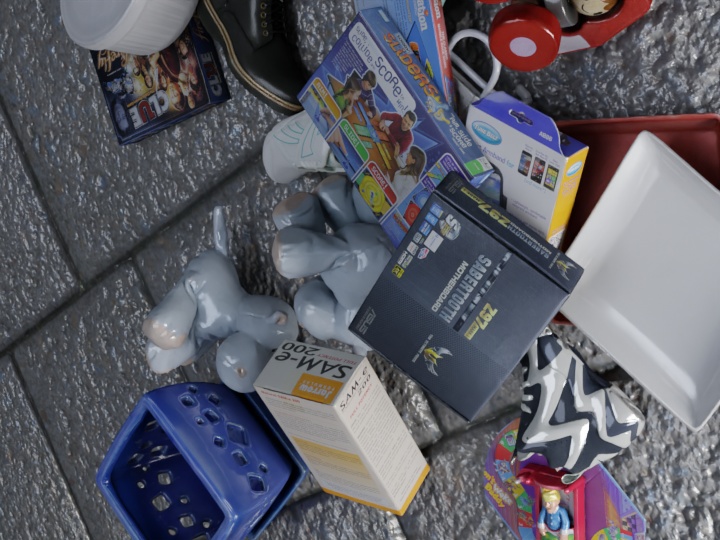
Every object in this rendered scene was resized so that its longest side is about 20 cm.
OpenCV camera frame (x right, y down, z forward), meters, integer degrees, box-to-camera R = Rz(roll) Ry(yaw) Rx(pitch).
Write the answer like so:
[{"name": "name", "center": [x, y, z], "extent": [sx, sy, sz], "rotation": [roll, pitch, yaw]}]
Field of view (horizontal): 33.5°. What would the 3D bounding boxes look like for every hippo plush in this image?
[{"name": "hippo plush", "center": [0.000, 0.000, 1.322], "extent": [0.197, 0.160, 0.162], "rotation": [11, 136, 16]}, {"name": "hippo plush", "center": [-0.153, 0.066, 1.472], "extent": [0.159, 0.201, 0.160], "rotation": [29, 163, 11]}]

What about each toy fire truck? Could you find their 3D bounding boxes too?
[{"name": "toy fire truck", "center": [0.183, -0.272, 1.044], "extent": [0.166, 0.113, 0.200], "rotation": [-6, 141, 31]}]

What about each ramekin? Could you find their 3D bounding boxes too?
[{"name": "ramekin", "center": [-0.266, -0.350, 1.419], "extent": [0.201, 0.093, 0.206], "rotation": [-15, 70, 45]}]

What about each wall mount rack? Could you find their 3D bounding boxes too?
[{"name": "wall mount rack", "center": [0.077, -0.182, 1.224], "extent": [0.174, 0.074, 0.201], "rotation": [46, 129, 16]}]

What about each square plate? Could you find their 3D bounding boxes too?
[{"name": "square plate", "center": [0.283, 0.009, 1.078], "extent": [0.198, 0.028, 0.201], "rotation": [44, 128, 23]}]

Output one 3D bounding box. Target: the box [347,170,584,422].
[{"name": "box", "center": [0.096, 0.029, 1.143], "extent": [0.157, 0.051, 0.201], "rotation": [37, 129, 5]}]

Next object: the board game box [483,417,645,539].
[{"name": "board game box", "center": [0.201, 0.255, 1.266], "extent": [0.201, 0.039, 0.158], "rotation": [53, 131, 17]}]

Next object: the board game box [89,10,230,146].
[{"name": "board game box", "center": [-0.258, -0.251, 1.519], "extent": [0.199, 0.034, 0.137], "rotation": [-16, 93, 43]}]

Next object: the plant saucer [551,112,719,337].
[{"name": "plant saucer", "center": [0.260, -0.045, 1.124], "extent": [0.198, 0.036, 0.203], "rotation": [3, 104, 41]}]

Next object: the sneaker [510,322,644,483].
[{"name": "sneaker", "center": [0.173, 0.127, 1.201], "extent": [0.199, 0.079, 0.130], "rotation": [44, 100, 11]}]

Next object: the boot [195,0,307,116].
[{"name": "boot", "center": [-0.098, -0.286, 1.344], "extent": [0.201, 0.077, 0.139], "rotation": [50, 125, 17]}]

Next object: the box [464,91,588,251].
[{"name": "box", "center": [0.146, -0.073, 1.149], "extent": [0.119, 0.041, 0.202], "rotation": [34, 131, 30]}]

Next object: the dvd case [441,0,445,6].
[{"name": "dvd case", "center": [0.032, -0.333, 1.211], "extent": [0.201, 0.022, 0.147], "rotation": [55, 134, 37]}]

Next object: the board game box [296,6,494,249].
[{"name": "board game box", "center": [0.030, -0.137, 1.178], "extent": [0.201, 0.034, 0.135], "rotation": [57, 136, 12]}]

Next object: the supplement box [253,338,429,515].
[{"name": "supplement box", "center": [-0.019, 0.178, 1.355], "extent": [0.125, 0.074, 0.201], "rotation": [9, 141, 39]}]

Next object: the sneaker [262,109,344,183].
[{"name": "sneaker", "center": [-0.048, -0.139, 1.325], "extent": [0.200, 0.070, 0.081], "rotation": [-38, 60, 49]}]

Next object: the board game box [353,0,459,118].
[{"name": "board game box", "center": [0.044, -0.214, 1.176], "extent": [0.102, 0.019, 0.203], "rotation": [2, 106, 46]}]

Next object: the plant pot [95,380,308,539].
[{"name": "plant pot", "center": [-0.191, 0.257, 1.519], "extent": [0.201, 0.179, 0.201], "rotation": [50, 129, 18]}]
